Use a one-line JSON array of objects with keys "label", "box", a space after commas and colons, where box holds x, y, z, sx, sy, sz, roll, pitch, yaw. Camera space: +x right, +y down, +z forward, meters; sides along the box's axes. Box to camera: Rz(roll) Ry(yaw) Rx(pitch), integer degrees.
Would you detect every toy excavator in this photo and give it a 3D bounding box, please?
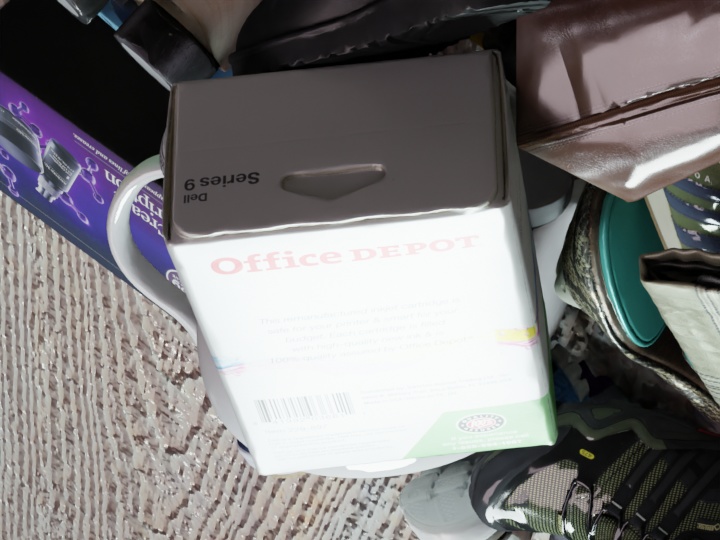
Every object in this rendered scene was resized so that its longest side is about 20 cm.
[{"label": "toy excavator", "box": [-0.104, -0.152, 1.276, 0.194, 0.100, 0.200, 40, 175, 15]}]

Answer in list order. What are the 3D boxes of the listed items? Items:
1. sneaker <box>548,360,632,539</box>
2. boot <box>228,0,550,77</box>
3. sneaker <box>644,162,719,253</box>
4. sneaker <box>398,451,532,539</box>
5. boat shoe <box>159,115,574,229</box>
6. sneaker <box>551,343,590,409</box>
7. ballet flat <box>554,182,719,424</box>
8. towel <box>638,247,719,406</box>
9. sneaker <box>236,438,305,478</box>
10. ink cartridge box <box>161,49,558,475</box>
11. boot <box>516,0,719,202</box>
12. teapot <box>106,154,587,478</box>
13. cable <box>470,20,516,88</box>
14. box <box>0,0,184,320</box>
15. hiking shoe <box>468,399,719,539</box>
[{"label": "sneaker", "box": [0.133, 0.128, 1.430, 0.088, 0.074, 0.200, 54, 153, 25]}, {"label": "boot", "box": [0.002, -0.170, 1.064, 0.198, 0.073, 0.163, -15, 84, 54]}, {"label": "sneaker", "box": [0.172, -0.040, 1.104, 0.090, 0.067, 0.201, 5, 131, 59]}, {"label": "sneaker", "box": [0.073, 0.142, 1.418, 0.200, 0.077, 0.082, -35, -70, -79]}, {"label": "boat shoe", "box": [0.004, -0.042, 1.212, 0.199, 0.069, 0.057, 6, 142, 13]}, {"label": "sneaker", "box": [0.052, 0.072, 1.394, 0.200, 0.075, 0.087, 25, 130, 44]}, {"label": "ballet flat", "box": [0.136, 0.016, 1.201, 0.075, 0.068, 0.200, 12, 156, 46]}, {"label": "towel", "box": [0.234, 0.046, 1.098, 0.192, 0.035, 0.200, 10, 157, 30]}, {"label": "sneaker", "box": [-0.032, 0.063, 1.546, 0.109, 0.070, 0.200, 49, 147, -20]}, {"label": "ink cartridge box", "box": [0.004, 0.001, 1.119, 0.144, 0.088, 0.200, -6, 148, 7]}, {"label": "boot", "box": [0.168, -0.051, 1.018, 0.199, 0.064, 0.187, -20, 102, 33]}, {"label": "teapot", "box": [0.000, 0.000, 1.298, 0.197, 0.199, 0.147, 39, 143, 51]}, {"label": "cable", "box": [0.120, -0.081, 1.175, 0.200, 0.050, 0.097, 41, 147, -21]}, {"label": "box", "box": [-0.133, -0.063, 1.507, 0.200, 0.079, 0.141, 35, 155, 19]}, {"label": "hiking shoe", "box": [0.148, 0.123, 1.262, 0.199, 0.101, 0.076, -2, 137, 14]}]
